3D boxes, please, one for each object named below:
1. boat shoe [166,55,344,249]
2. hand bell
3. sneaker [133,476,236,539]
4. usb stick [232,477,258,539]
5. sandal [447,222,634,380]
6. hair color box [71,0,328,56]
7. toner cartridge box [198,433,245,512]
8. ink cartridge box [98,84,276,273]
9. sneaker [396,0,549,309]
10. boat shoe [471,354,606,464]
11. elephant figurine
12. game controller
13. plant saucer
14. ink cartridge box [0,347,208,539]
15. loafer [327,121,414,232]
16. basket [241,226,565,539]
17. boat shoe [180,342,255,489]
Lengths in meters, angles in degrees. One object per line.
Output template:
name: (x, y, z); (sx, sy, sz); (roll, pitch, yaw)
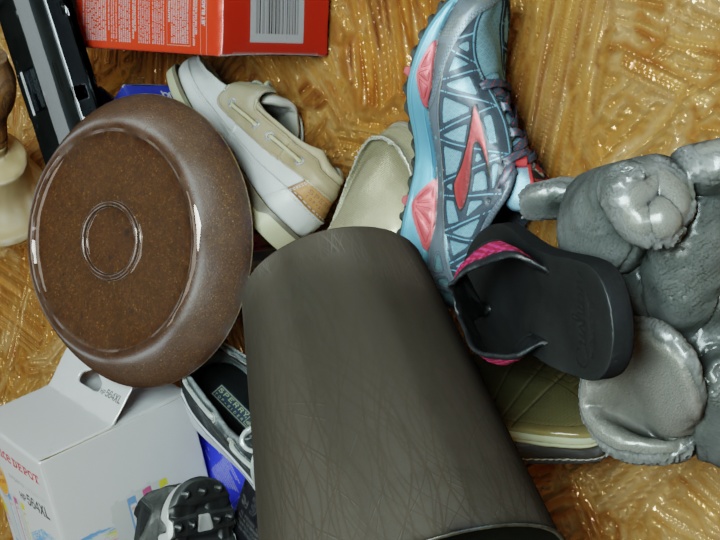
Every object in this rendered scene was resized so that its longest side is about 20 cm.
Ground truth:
boat shoe: (-0.073, -0.097, 0.900); (0.068, 0.075, 0.201); (-42, 54, 8)
hand bell: (-0.303, -0.114, 1.050); (0.105, 0.103, 0.200); (62, 152, 20)
sneaker: (-0.126, 0.244, 0.883); (0.090, 0.066, 0.203); (-5, 87, 50)
usb stick: (-0.085, 0.232, 0.906); (0.055, 0.032, 0.202); (41, 124, 43)
sandal: (0.077, 0.016, 0.645); (0.200, 0.044, 0.076); (-168, 70, -76)
hair color box: (-0.125, -0.188, 0.913); (0.199, 0.101, 0.062); (14, 106, 44)
toner cartridge box: (-0.049, 0.179, 0.915); (0.095, 0.043, 0.201); (-46, 63, 37)
ink cartridge box: (-0.159, -0.050, 0.981); (0.137, 0.076, 0.201); (-47, 61, 37)
sneaker: (0.081, -0.069, 0.748); (0.095, 0.079, 0.203); (19, 117, 36)
boat shoe: (0.072, 0.093, 0.775); (0.199, 0.072, 0.067); (5, 122, 38)
elephant figurine: (0.172, 0.040, 0.621); (0.140, 0.155, 0.203); (-13, 92, 2)
game controller: (-0.228, -0.141, 0.942); (0.104, 0.042, 0.203); (-4, 103, 63)
plant saucer: (-0.161, -0.021, 0.858); (0.198, 0.034, 0.203); (-1, 89, 32)
ink cartridge box: (-0.196, 0.167, 0.958); (0.128, 0.124, 0.203); (15, 122, 51)
loafer: (0.000, 0.000, 0.830); (0.075, 0.068, 0.202); (33, 116, 38)
basket: (0.004, 0.090, 0.691); (0.180, 0.135, 0.202); (-40, 49, 31)
boat shoe: (-0.050, 0.110, 0.836); (0.199, 0.073, 0.068); (41, 158, 32)
